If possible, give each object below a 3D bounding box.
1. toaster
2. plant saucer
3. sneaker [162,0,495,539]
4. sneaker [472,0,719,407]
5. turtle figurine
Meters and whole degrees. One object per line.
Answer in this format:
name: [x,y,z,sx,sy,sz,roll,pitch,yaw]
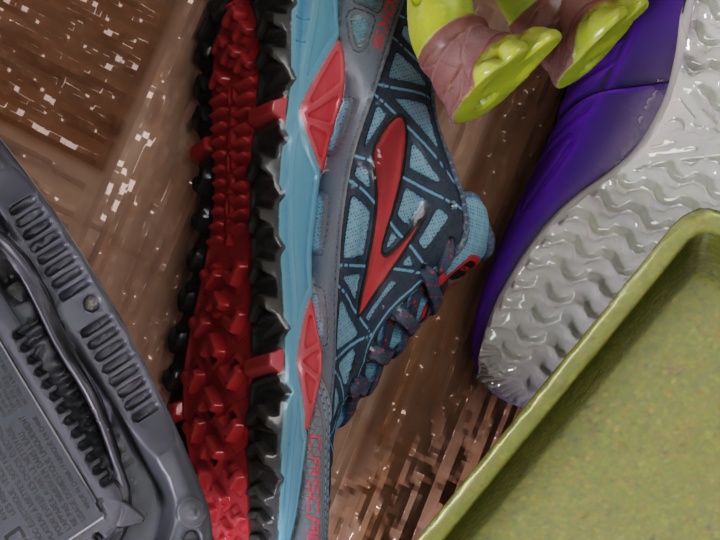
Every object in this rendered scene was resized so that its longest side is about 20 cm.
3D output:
toaster: [-0.124,0.046,0.809,0.114,0.129,0.200,-34,98,-21]
plant saucer: [0.116,0.095,0.911,0.199,0.048,0.200,32,109,-17]
sneaker: [0.000,0.000,0.893,0.095,0.079,0.201,8,83,-24]
sneaker: [0.096,-0.050,0.938,0.069,0.100,0.200,24,107,-19]
turtle figurine: [0.005,-0.121,0.872,0.162,0.064,0.200,56,27,11]
